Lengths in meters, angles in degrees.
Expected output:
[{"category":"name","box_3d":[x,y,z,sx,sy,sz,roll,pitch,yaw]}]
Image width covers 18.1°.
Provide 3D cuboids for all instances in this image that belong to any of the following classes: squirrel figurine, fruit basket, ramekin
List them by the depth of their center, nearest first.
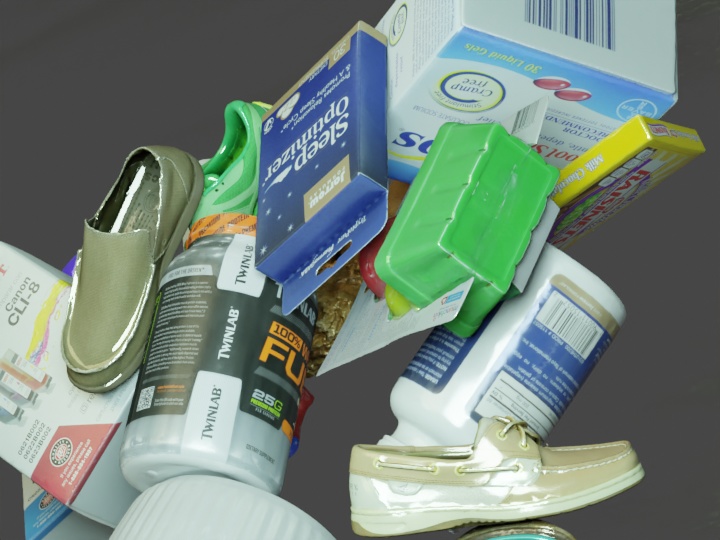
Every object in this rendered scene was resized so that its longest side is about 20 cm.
[{"category":"fruit basket","box_3d":[0.055,-0.017,1.576,0.186,0.093,0.200,-64,13,-27]},{"category":"ramekin","box_3d":[-0.097,0.232,1.598,0.199,0.200,0.106,-17,40,45]},{"category":"squirrel figurine","box_3d":[0.000,0.000,1.806,0.185,0.142,0.201,-12,44,32]}]

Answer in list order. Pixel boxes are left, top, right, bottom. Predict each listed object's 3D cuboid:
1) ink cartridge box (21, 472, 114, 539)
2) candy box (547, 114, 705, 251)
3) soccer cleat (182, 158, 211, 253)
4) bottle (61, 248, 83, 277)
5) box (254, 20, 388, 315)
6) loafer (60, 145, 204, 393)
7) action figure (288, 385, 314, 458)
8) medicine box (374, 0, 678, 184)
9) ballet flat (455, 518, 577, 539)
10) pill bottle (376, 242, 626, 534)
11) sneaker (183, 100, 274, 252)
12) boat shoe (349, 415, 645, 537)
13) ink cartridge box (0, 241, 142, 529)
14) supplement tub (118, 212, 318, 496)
[{"category":"ink cartridge box","box_3d":[-0.221,0.153,1.972,0.145,0.084,0.201,-42,30,16]},{"category":"candy box","box_3d":[0.153,-0.046,1.665,0.199,0.102,0.027,-37,72,25]},{"category":"soccer cleat","box_3d":[-0.117,-0.014,1.886,0.085,0.068,0.202,117,155,-57]},{"category":"bottle","box_3d":[-0.168,0.053,1.929,0.083,0.065,0.200,-42,69,-11]},{"category":"box","box_3d":[-0.028,-0.075,1.624,0.121,0.032,0.201,-41,34,33]},{"category":"loafer","box_3d":[-0.182,-0.008,1.699,0.075,0.067,0.202,9,73,29]},{"category":"action figure","box_3d":[-0.093,0.180,1.805,0.065,0.052,0.201,-14,48,40]},{"category":"medicine box","box_3d":[0.109,-0.142,1.673,0.200,0.181,0.104,132,147,-52]},{"category":"ballet flat","box_3d":[0.072,0.210,1.539,0.200,0.068,0.072,-38,13,30]},{"category":"pill bottle","box_3d":[0.091,0.080,1.592,0.201,0.111,0.111,-55,30,-7]},{"category":"sneaker","box_3d":[-0.115,-0.041,1.773,0.074,0.083,0.202,5,71,54]},{"category":"boat shoe","box_3d":[0.088,0.131,1.497,0.198,0.067,0.074,-9,4,1]},{"category":"ink cartridge box","box_3d":[-0.225,0.097,1.806,0.199,0.144,0.146,30,88,34]},{"category":"supplement tub","box_3d":[-0.099,0.068,1.654,0.122,0.122,0.202,-16,54,45]}]
